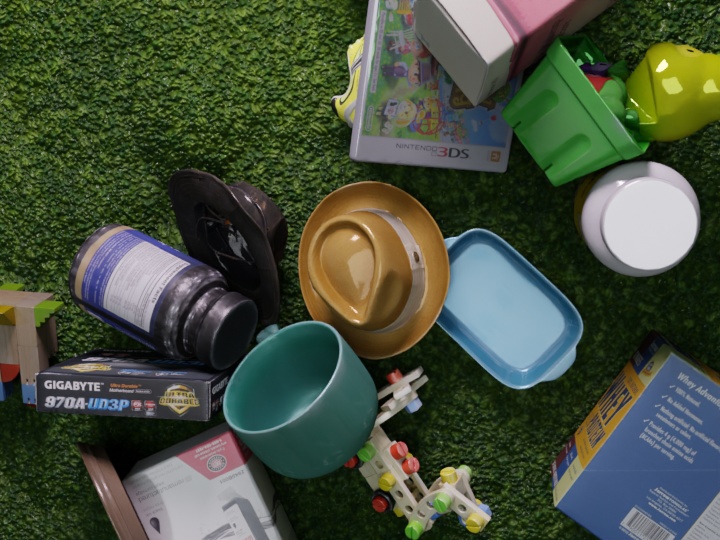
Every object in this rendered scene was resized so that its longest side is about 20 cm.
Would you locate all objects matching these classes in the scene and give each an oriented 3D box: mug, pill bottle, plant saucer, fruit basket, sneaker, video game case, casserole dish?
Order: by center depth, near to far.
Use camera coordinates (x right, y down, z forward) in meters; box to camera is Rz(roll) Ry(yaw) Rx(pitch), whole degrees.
[{"bbox_3d":[0.265,-0.179,0.933,0.215,0.216,0.156,-37,89,11],"label":"fruit basket"},{"bbox_3d":[0.276,-0.055,0.945,0.112,0.200,0.113,1,98,8],"label":"pill bottle"},{"bbox_3d":[0.088,-0.209,0.997,0.181,0.022,0.201,2,106,-19],"label":"video game case"},{"bbox_3d":[0.027,-0.247,1.030,0.076,0.075,0.201,23,95,11],"label":"sneaker"},{"bbox_3d":[-0.054,0.138,1.036,0.152,0.185,0.115,-16,127,28],"label":"mug"},{"bbox_3d":[-0.220,0.032,1.058,0.200,0.112,0.112,25,100,21],"label":"pill bottle"},{"bbox_3d":[0.157,0.041,1.059,0.200,0.039,0.121,43,101,3],"label":"casserole dish"},{"bbox_3d":[-0.275,0.285,1.089,0.029,0.200,0.201,-26,92,-18],"label":"plant saucer"}]

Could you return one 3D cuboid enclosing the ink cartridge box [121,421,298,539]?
[{"bbox_3d":[-0.169,0.297,1.108,0.145,0.085,0.200,-25,94,1],"label":"ink cartridge box"}]

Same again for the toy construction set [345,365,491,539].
[{"bbox_3d":[0.057,0.214,1.065,0.131,0.092,0.200,-32,79,39],"label":"toy construction set"}]

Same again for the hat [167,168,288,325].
[{"bbox_3d":[-0.131,-0.040,1.068,0.081,0.201,0.201,-37,89,-33],"label":"hat"}]

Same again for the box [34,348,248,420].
[{"bbox_3d":[-0.241,0.127,1.071,0.199,0.159,0.046,1,96,9],"label":"box"}]

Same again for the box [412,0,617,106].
[{"bbox_3d":[0.160,-0.272,0.899,0.200,0.128,0.109,-37,83,-3],"label":"box"}]

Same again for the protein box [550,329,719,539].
[{"bbox_3d":[0.341,0.208,0.998,0.198,0.135,0.200,35,100,4],"label":"protein box"}]

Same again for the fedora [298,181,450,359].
[{"bbox_3d":[0.000,0.000,1.037,0.200,0.082,0.201,1,92,25],"label":"fedora"}]

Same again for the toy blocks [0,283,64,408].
[{"bbox_3d":[-0.451,0.095,1.144,0.199,0.100,0.137,4,108,8],"label":"toy blocks"}]
